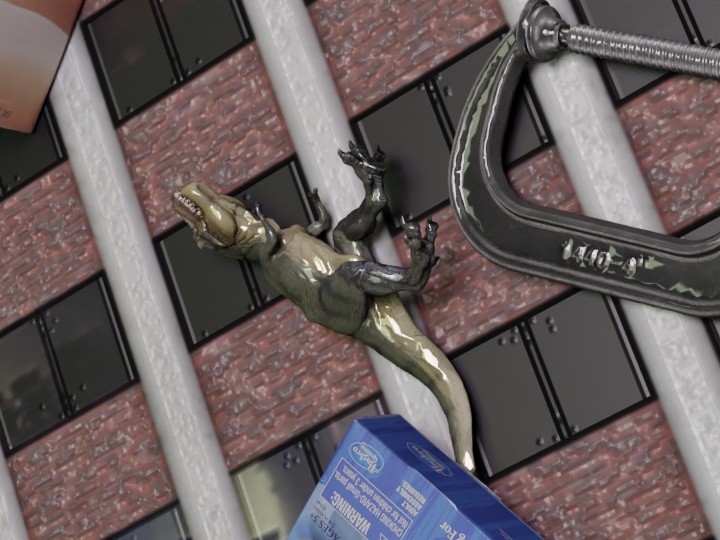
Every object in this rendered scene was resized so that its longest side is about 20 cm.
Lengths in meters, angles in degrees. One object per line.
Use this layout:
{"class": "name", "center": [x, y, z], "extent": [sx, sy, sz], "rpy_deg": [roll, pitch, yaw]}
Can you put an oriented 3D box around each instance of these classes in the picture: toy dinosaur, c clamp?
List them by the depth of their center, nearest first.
{"class": "c clamp", "center": [0.130, -0.069, 0.972], "extent": [0.199, 0.027, 0.172], "rpy_deg": [8, 93, 31]}
{"class": "toy dinosaur", "center": [0.000, 0.000, 1.028], "extent": [0.200, 0.047, 0.088], "rpy_deg": [40, 122, 26]}

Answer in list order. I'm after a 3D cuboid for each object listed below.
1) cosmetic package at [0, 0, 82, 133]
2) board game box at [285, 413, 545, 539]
{"class": "cosmetic package", "center": [-0.187, -0.181, 1.134], "extent": [0.087, 0.103, 0.201], "rpy_deg": [25, 99, 30]}
{"class": "board game box", "center": [0.028, 0.202, 0.975], "extent": [0.200, 0.043, 0.200], "rpy_deg": [39, 111, 29]}
